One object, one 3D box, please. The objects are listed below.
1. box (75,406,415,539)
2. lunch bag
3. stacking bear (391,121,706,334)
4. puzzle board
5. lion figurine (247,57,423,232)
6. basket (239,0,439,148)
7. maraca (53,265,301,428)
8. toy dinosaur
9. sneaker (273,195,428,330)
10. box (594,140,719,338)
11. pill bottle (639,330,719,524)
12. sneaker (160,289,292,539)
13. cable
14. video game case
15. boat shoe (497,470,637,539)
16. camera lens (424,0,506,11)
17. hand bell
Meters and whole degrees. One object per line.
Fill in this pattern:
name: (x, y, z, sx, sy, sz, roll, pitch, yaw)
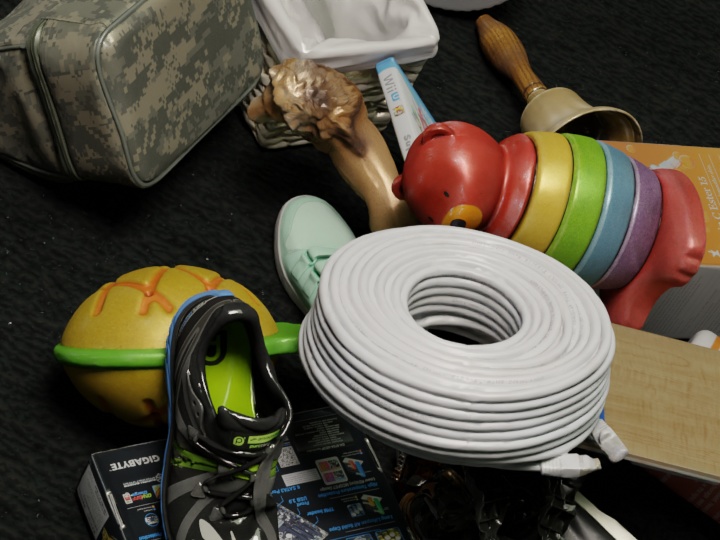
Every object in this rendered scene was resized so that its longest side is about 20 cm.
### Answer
box: (-0.065, 0.177, 1.295, 0.199, 0.046, 0.159, -9, 58, -31)
lunch bag: (-0.189, -0.160, 1.458, 0.167, 0.140, 0.200, 8, 39, 29)
stacking bear: (0.123, -0.046, 1.389, 0.199, 0.122, 0.114, 17, 51, -18)
puzzle board: (0.175, 0.083, 1.342, 0.199, 0.017, 0.151, 14, 32, -5)
lion figurine: (0.004, -0.074, 1.460, 0.200, 0.072, 0.122, 48, 5, -1)
basket: (-0.048, -0.206, 1.574, 0.135, 0.124, 0.201, -10, 56, -30)
maraca: (-0.105, 0.049, 1.331, 0.199, 0.137, 0.108, -3, 98, -19)
toy dinosaur: (0.072, 0.155, 1.334, 0.102, 0.135, 0.201, -16, 90, -41)
sneaker: (0.000, 0.000, 1.426, 0.073, 0.118, 0.201, -4, 53, -25)
box: (0.205, -0.024, 1.556, 0.199, 0.098, 0.125, 1, 52, -24)
pill bottle: (0.298, 0.143, 1.448, 0.200, 0.112, 0.112, 36, 46, 7)
sneaker: (-0.082, 0.112, 1.220, 0.070, 0.083, 0.201, -3, 88, -22)
cable: (0.062, 0.045, 1.267, 0.199, 0.070, 0.200, 1, 35, -15)
video game case: (0.065, -0.045, 1.496, 0.018, 0.143, 0.201, -24, 55, 11)
boat shoe: (0.117, 0.172, 1.372, 0.068, 0.072, 0.200, -42, 70, -17)
camera lens: (0.092, -0.344, 1.730, 0.159, 0.160, 0.201, 17, 47, -11)
hand bell: (0.141, -0.150, 1.658, 0.104, 0.105, 0.200, -4, 42, -27)
